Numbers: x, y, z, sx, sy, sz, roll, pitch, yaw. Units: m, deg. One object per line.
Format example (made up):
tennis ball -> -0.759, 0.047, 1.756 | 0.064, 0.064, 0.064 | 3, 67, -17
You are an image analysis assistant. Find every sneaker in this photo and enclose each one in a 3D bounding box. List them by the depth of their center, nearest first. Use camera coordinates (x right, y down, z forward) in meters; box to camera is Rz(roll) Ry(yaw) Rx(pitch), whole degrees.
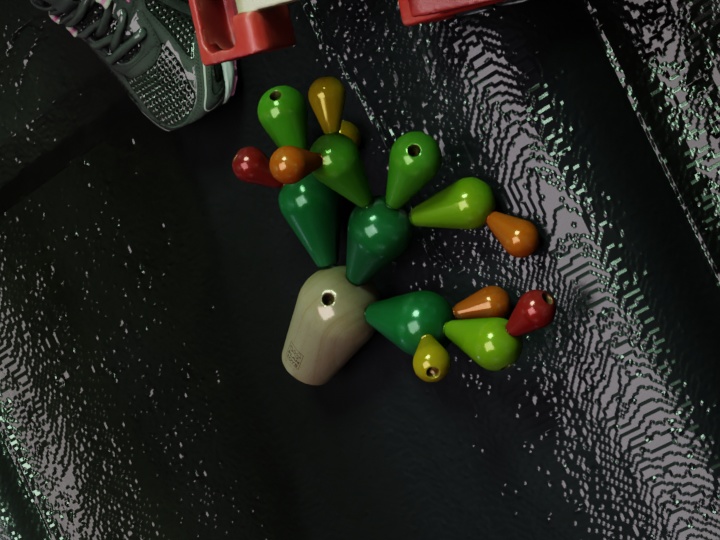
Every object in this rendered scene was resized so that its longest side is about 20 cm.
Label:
sneaker -> -0.153, -0.157, 1.167 | 0.080, 0.086, 0.200 | -41, 83, 36

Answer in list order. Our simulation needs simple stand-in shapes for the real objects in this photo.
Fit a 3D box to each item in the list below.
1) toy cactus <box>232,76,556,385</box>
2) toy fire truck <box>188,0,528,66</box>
toy cactus -> 0.000, 0.000, 1.102 | 0.200, 0.102, 0.165 | 39, 130, 13
toy fire truck -> 0.032, -0.145, 1.008 | 0.199, 0.141, 0.049 | -10, 94, 37
